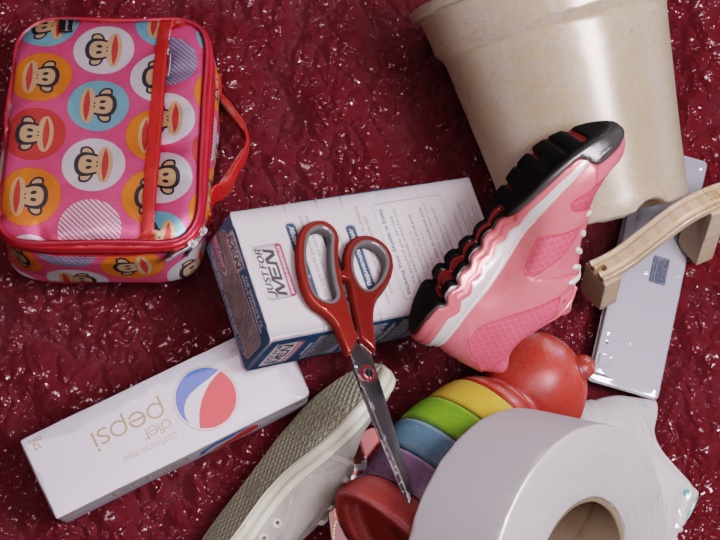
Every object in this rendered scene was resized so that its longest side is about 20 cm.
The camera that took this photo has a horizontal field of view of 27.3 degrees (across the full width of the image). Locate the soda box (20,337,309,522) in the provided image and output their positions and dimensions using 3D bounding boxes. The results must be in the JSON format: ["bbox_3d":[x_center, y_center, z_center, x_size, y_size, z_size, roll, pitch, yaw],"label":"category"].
[{"bbox_3d":[-0.138,0.110,1.071,0.200,0.068,0.064,-26,81,-9],"label":"soda box"}]

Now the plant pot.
[{"bbox_3d":[0.155,-0.126,1.093,0.200,0.200,0.184,-15,93,-7],"label":"plant pot"}]

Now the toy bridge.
[{"bbox_3d":[0.260,-0.034,1.120,0.200,0.067,0.027,-22,55,-17],"label":"toy bridge"}]

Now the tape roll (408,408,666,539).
[{"bbox_3d":[0.118,0.194,0.970,0.202,0.071,0.203,-9,103,-46],"label":"tape roll"}]

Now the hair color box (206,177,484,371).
[{"bbox_3d":[0.000,0.000,1.070,0.200,0.061,0.100,-10,71,-29],"label":"hair color box"}]

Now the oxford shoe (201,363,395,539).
[{"bbox_3d":[-0.039,0.152,1.067,0.058,0.075,0.200,40,87,-18],"label":"oxford shoe"}]

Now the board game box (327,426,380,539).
[{"bbox_3d":[0.030,0.214,1.093,0.103,0.019,0.200,-7,80,-5],"label":"board game box"}]

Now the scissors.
[{"bbox_3d":[-0.006,0.059,0.997,0.073,0.014,0.200,6,65,-25],"label":"scissors"}]

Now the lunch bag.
[{"bbox_3d":[-0.170,-0.088,1.084,0.176,0.082,0.200,1,65,-1],"label":"lunch bag"}]

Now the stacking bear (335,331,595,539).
[{"bbox_3d":[0.086,0.126,1.051,0.200,0.121,0.114,-45,121,-23],"label":"stacking bear"}]

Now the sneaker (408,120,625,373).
[{"bbox_3d":[0.122,-0.014,1.014,0.087,0.074,0.200,36,103,-16],"label":"sneaker"}]

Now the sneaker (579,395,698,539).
[{"bbox_3d":[0.212,0.189,1.092,0.088,0.075,0.200,-7,79,-18],"label":"sneaker"}]

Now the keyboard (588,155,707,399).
[{"bbox_3d":[0.223,-0.002,1.146,0.056,0.011,0.200,18,73,-7],"label":"keyboard"}]
